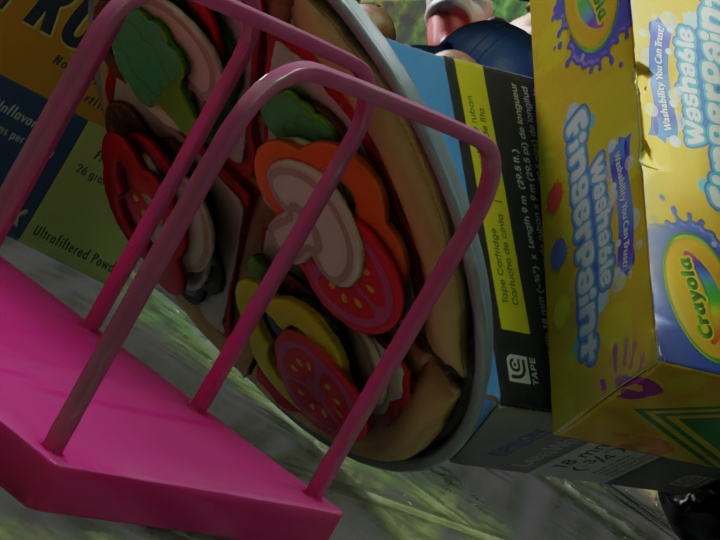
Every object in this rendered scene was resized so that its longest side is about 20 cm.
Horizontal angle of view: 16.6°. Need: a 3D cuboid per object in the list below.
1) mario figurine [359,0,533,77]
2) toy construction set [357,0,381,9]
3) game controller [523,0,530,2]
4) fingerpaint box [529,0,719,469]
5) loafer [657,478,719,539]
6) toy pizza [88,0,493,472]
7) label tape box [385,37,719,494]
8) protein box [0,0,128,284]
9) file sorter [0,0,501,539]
[{"bbox_3d":[0.071,-0.107,1.148,0.200,0.106,0.124,-10,71,-56],"label":"mario figurine"},{"bbox_3d":[-0.052,-0.098,1.244,0.131,0.092,0.200,52,-16,6],"label":"toy construction set"},{"bbox_3d":[0.045,-0.155,1.142,0.200,0.042,0.104,12,20,22],"label":"game controller"},{"bbox_3d":[0.154,-0.024,0.937,0.167,0.200,0.073,13,-31,-25],"label":"fingerpaint box"},{"bbox_3d":[0.177,0.118,0.996,0.070,0.068,0.201,63,-8,-19],"label":"loafer"},{"bbox_3d":[-0.033,-0.022,0.770,0.200,0.032,0.200,40,-34,34],"label":"toy pizza"},{"bbox_3d":[0.067,0.002,0.961,0.200,0.063,0.144,11,61,-38],"label":"label tape box"},{"bbox_3d":[-0.120,-0.134,0.924,0.135,0.200,0.199,27,7,-26],"label":"protein box"},{"bbox_3d":[-0.084,-0.035,0.661,0.200,0.126,0.139,34,8,29],"label":"file sorter"}]
